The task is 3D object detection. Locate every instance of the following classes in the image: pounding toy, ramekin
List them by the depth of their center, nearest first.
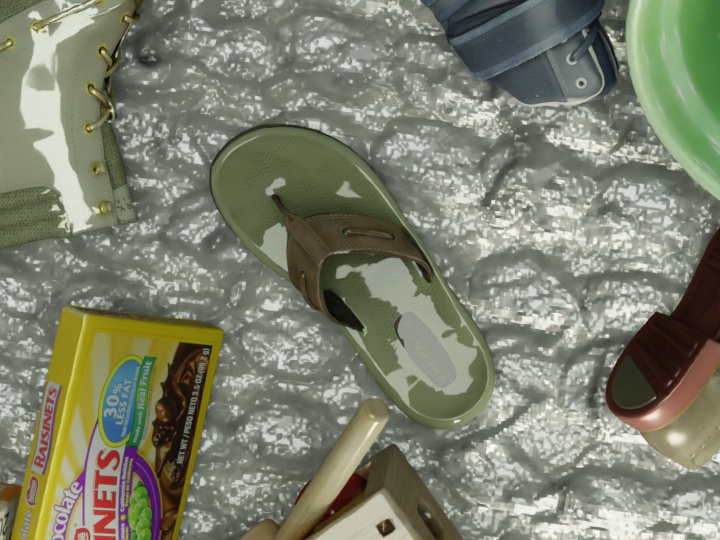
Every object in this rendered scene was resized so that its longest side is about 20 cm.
[{"bbox_3d":[0.244,-0.122,1.421,0.199,0.098,0.201,19,133,21],"label":"ramekin"},{"bbox_3d":[-0.020,0.163,1.449,0.184,0.200,0.143,-36,92,5],"label":"pounding toy"}]

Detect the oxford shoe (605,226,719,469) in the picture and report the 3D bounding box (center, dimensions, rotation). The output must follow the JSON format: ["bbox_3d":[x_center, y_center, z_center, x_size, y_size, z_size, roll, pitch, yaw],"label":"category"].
[{"bbox_3d":[0.219,0.020,1.504,0.200,0.070,0.075,-45,123,0],"label":"oxford shoe"}]

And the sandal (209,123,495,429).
[{"bbox_3d":[0.001,0.000,1.505,0.080,0.057,0.201,-43,92,5],"label":"sandal"}]

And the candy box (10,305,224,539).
[{"bbox_3d":[-0.138,0.122,1.507,0.102,0.026,0.201,8,97,-42],"label":"candy box"}]

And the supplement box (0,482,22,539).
[{"bbox_3d":[-0.288,0.142,1.498,0.199,0.126,0.074,9,94,1],"label":"supplement box"}]

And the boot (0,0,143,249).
[{"bbox_3d":[-0.139,-0.102,1.497,0.199,0.072,0.156,-18,93,9],"label":"boot"}]

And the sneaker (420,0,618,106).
[{"bbox_3d":[0.121,-0.175,1.455,0.202,0.077,0.147,-30,101,24],"label":"sneaker"}]
